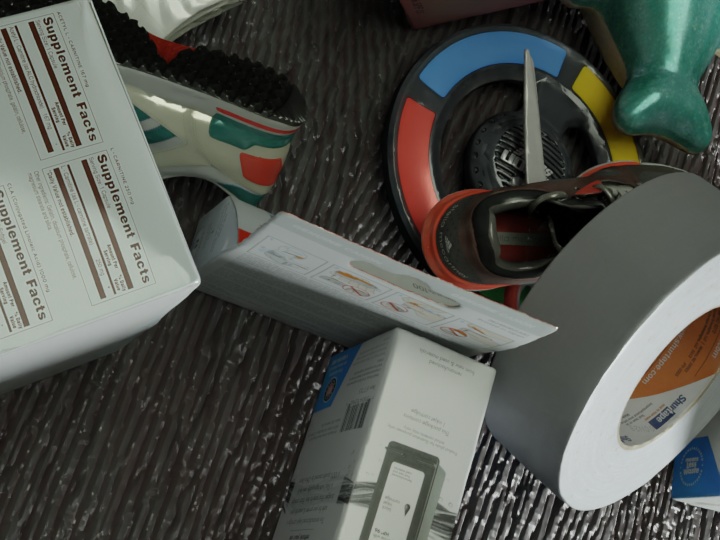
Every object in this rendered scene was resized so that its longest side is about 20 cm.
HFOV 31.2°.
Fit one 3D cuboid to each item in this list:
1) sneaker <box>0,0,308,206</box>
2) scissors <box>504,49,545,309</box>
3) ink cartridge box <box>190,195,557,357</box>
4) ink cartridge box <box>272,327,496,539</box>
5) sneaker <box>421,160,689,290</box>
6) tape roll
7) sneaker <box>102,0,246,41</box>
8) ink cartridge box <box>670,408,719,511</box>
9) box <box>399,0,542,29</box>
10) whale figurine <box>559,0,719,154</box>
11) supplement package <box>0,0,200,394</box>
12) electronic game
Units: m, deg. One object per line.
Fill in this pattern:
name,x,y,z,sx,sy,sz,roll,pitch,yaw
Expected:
sneaker,-0.134,-0.091,0.739,0.197,0.094,0.071,20,32,-7
scissors,0.108,-0.034,0.817,0.072,0.014,0.203,-18,95,-21
ink cartridge box,0.000,0.000,0.711,0.158,0.200,0.048,22,73,-17
ink cartridge box,0.000,0.145,0.726,0.067,0.116,0.203,23,71,-15
sneaker,0.138,-0.024,0.771,0.197,0.082,0.078,-12,92,-23
tape roll,0.166,0.044,0.767,0.199,0.202,0.066,-30,53,-26
sneaker,-0.103,-0.217,0.793,0.115,0.074,0.201,43,73,-13
ink cartridge box,0.275,0.056,0.861,0.066,0.116,0.203,15,73,-19
box,0.108,-0.239,0.804,0.197,0.128,0.111,-11,81,10
whale figurine,0.212,-0.183,0.883,0.157,0.104,0.203,15,62,-19
supplement package,-0.213,-0.010,0.629,0.198,0.191,0.149,-20,86,-26
electronic game,0.106,-0.067,0.858,0.197,0.042,0.204,5,77,-22
